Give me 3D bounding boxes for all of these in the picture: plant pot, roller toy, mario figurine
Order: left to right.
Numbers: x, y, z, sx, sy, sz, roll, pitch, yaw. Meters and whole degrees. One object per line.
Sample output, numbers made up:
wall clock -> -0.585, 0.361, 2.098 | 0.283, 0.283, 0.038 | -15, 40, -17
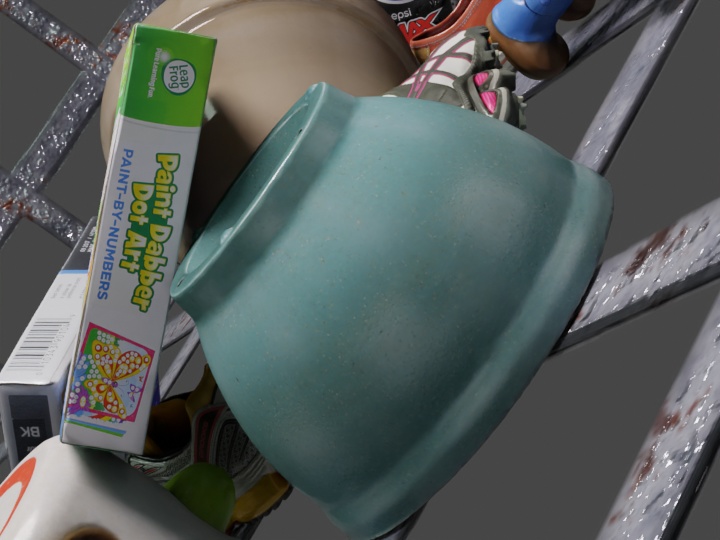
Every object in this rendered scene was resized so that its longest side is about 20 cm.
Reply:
roller toy -> -0.150, 0.179, 1.014 | 0.183, 0.140, 0.200 | -50, 12, 23
plant pot -> -0.044, -0.053, 1.211 | 0.200, 0.200, 0.174 | -51, 27, 17
plant pot -> 0.000, 0.000, 0.944 | 0.201, 0.134, 0.200 | -51, 11, 14
mario figurine -> 0.143, -0.177, 1.097 | 0.200, 0.105, 0.124 | 123, 139, -55

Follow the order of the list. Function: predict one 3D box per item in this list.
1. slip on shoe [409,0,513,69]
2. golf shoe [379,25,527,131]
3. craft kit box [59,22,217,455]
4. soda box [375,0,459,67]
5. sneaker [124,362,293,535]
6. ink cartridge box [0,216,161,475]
slip on shoe -> 0.104, -0.190, 1.272 | 0.200, 0.061, 0.074 | -51, 10, 11
golf shoe -> 0.036, -0.083, 1.111 | 0.200, 0.088, 0.078 | -99, 3, -77
craft kit box -> -0.114, -0.017, 1.057 | 0.200, 0.048, 0.199 | -160, 78, -82
soda box -> 0.032, -0.206, 1.373 | 0.071, 0.063, 0.201 | -135, 48, -80
sneaker -> -0.096, 0.107, 1.161 | 0.200, 0.082, 0.078 | -44, 15, 46
ink cartridge box -> -0.162, 0.099, 1.274 | 0.198, 0.043, 0.201 | -72, -19, -59
